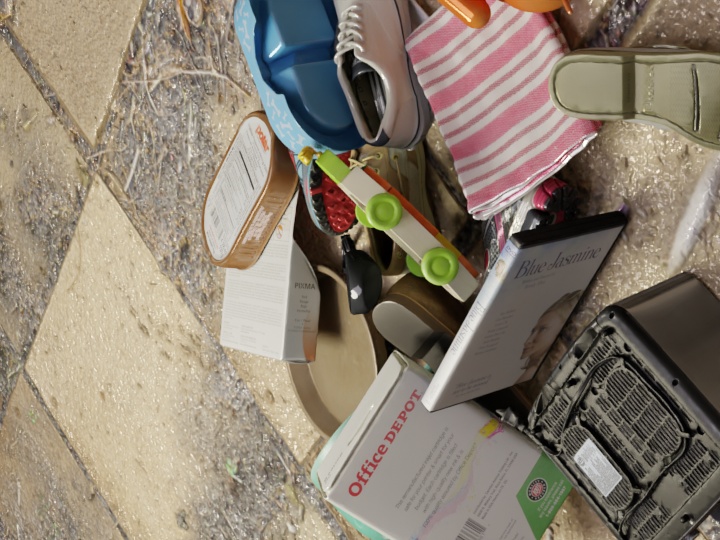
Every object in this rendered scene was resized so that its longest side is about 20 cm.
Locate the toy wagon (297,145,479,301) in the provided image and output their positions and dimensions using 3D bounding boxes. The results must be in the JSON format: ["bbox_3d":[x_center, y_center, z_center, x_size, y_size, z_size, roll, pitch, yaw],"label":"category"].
[{"bbox_3d":[0.026,-0.049,1.285,0.200,0.040,0.155,44,179,-5],"label":"toy wagon"}]

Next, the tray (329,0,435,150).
[{"bbox_3d":[0.023,-0.222,1.349,0.201,0.022,0.108,52,125,20],"label":"tray"}]

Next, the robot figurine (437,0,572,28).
[{"bbox_3d":[0.117,-0.281,1.146,0.199,0.143,0.118,36,148,34],"label":"robot figurine"}]

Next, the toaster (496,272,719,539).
[{"bbox_3d":[0.245,0.121,1.179,0.200,0.118,0.182,50,138,22],"label":"toaster"}]

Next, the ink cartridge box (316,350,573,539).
[{"bbox_3d":[0.078,0.191,1.317,0.199,0.146,0.088,32,-178,-12],"label":"ink cartridge box"}]

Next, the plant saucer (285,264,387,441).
[{"bbox_3d":[-0.026,0.091,1.541,0.199,0.029,0.203,26,121,54],"label":"plant saucer"}]

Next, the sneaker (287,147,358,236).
[{"bbox_3d":[-0.039,-0.138,1.454,0.095,0.078,0.203,-163,63,-65],"label":"sneaker"}]

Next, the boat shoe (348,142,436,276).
[{"bbox_3d":[0.023,-0.092,1.388,0.074,0.066,0.203,-9,99,52],"label":"boat shoe"}]

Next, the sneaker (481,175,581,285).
[{"bbox_3d":[0.141,-0.006,1.278,0.074,0.080,0.202,36,128,34],"label":"sneaker"}]

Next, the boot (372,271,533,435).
[{"bbox_3d":[0.106,0.079,1.370,0.200,0.076,0.074,44,134,-5],"label":"boot"}]

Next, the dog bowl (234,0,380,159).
[{"bbox_3d":[-0.055,-0.198,1.336,0.049,0.111,0.202,-31,78,50],"label":"dog bowl"}]

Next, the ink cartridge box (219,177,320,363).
[{"bbox_3d":[-0.097,-0.006,1.578,0.162,0.050,0.203,7,90,59],"label":"ink cartridge box"}]

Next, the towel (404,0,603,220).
[{"bbox_3d":[0.117,-0.163,1.215,0.146,0.030,0.202,-37,63,36],"label":"towel"}]

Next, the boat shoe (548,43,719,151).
[{"bbox_3d":[0.249,-0.142,1.091,0.198,0.068,0.076,15,115,22],"label":"boat shoe"}]

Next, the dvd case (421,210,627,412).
[{"bbox_3d":[0.142,0.036,1.227,0.018,0.142,0.201,49,132,30],"label":"dvd case"}]

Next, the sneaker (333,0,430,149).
[{"bbox_3d":[0.008,-0.209,1.303,0.073,0.070,0.202,-25,81,38],"label":"sneaker"}]

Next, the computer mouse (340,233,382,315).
[{"bbox_3d":[0.000,0.000,1.418,0.200,0.034,0.059,-107,12,-76],"label":"computer mouse"}]

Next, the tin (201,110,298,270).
[{"bbox_3d":[-0.123,-0.087,1.552,0.201,0.041,0.113,-58,44,37],"label":"tin"}]

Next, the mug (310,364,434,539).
[{"bbox_3d":[0.046,0.190,1.425,0.114,0.151,0.186,44,135,18],"label":"mug"}]
